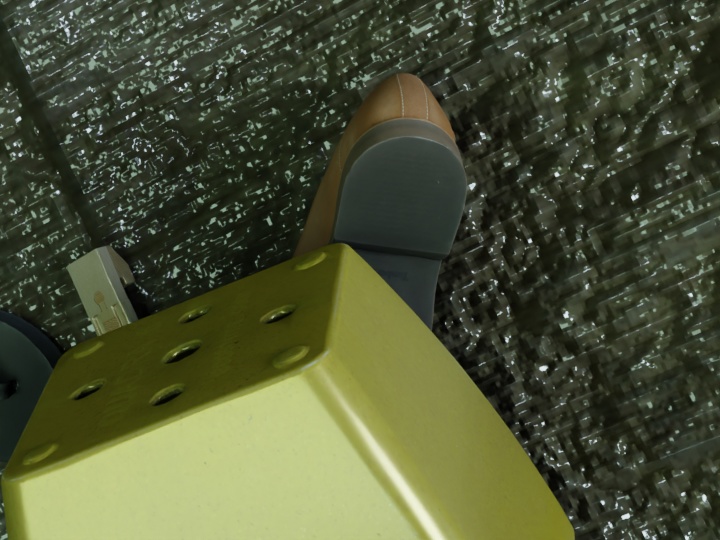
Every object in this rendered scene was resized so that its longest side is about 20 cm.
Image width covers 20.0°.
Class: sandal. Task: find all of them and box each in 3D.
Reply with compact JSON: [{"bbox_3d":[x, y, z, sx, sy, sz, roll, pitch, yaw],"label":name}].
[{"bbox_3d":[-0.233,0.042,1.042,0.200,0.043,0.076,24,112,18],"label":"sandal"}]

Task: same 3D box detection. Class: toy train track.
[{"bbox_3d":[-0.085,0.081,0.993,0.115,0.033,0.200,-29,84,35],"label":"toy train track"}]

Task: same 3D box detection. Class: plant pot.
[{"bbox_3d":[-0.034,0.107,0.827,0.200,0.200,0.176,-21,108,10],"label":"plant pot"}]

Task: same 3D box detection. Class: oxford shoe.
[{"bbox_3d":[0.000,0.000,0.919,0.071,0.071,0.200,13,128,-14],"label":"oxford shoe"}]
